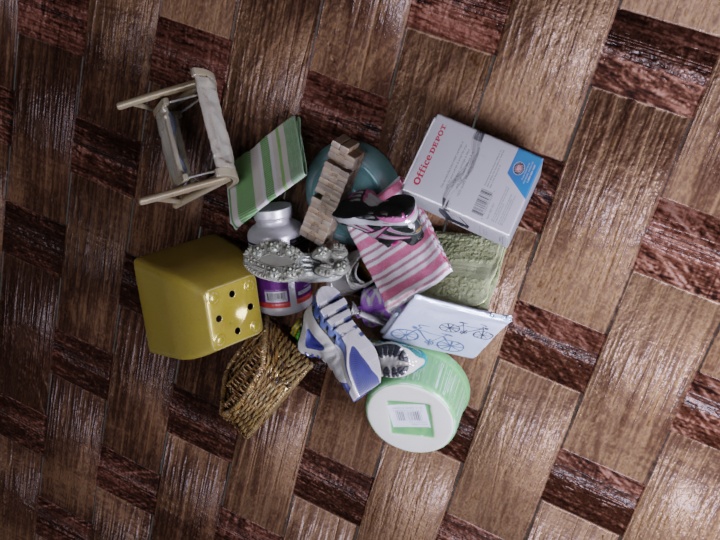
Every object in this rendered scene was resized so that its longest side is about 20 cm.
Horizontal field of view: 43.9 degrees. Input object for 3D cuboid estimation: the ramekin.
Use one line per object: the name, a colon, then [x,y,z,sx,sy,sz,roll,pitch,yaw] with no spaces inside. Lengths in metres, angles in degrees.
ramekin: [0.103,0.246,1.681,0.195,0.098,0.203,9,127,12]

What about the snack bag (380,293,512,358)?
snack bag: [0.144,0.095,1.558,0.184,0.022,0.201,14,153,-8]

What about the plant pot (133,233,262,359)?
plant pot: [-0.293,0.061,1.717,0.198,0.193,0.199,15,117,49]

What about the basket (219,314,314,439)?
basket: [-0.217,0.222,1.804,0.149,0.143,0.200,44,126,4]

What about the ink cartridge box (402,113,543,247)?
ink cartridge box: [0.188,-0.151,1.506,0.197,0.084,0.147,25,83,13]

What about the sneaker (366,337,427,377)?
sneaker: [0.033,0.158,1.623,0.197,0.079,0.080,8,96,41]

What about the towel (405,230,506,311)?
towel: [0.155,-0.002,1.577,0.196,0.036,0.151,6,67,33]

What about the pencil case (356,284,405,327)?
pencil case: [0.093,0.057,1.655,0.196,0.085,0.086,-12,105,27]

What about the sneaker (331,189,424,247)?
sneaker: [0.030,-0.079,1.545,0.198,0.080,0.087,16,142,51]

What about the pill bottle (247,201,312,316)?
pill bottle: [-0.156,-0.024,1.717,0.110,0.112,0.205,1,108,22]

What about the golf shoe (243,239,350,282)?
golf shoe: [-0.119,-0.002,1.634,0.195,0.097,0.080,4,69,-10]

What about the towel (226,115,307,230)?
towel: [-0.178,-0.183,1.670,0.198,0.023,0.155,-33,50,29]

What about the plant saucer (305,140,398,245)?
plant saucer: [-0.020,-0.139,1.662,0.196,0.036,0.205,8,111,20]

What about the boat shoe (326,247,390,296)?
boat shoe: [0.000,0.000,1.676,0.198,0.070,0.072,-28,99,36]

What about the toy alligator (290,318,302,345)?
toy alligator: [-0.096,0.113,1.733,0.059,0.054,0.200,42,164,4]

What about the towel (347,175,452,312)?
towel: [0.062,-0.046,1.580,0.145,0.030,0.203,-35,68,22]

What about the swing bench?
swing bench: [-0.326,-0.243,1.679,0.196,0.129,0.204,-16,85,24]

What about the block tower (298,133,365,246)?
block tower: [-0.052,-0.140,1.623,0.053,0.058,0.203,28,118,12]

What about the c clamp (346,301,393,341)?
c clamp: [0.024,0.102,1.651,0.196,0.028,0.171,20,148,-20]

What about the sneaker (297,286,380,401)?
sneaker: [-0.047,0.138,1.593,0.115,0.080,0.202,-36,77,48]
